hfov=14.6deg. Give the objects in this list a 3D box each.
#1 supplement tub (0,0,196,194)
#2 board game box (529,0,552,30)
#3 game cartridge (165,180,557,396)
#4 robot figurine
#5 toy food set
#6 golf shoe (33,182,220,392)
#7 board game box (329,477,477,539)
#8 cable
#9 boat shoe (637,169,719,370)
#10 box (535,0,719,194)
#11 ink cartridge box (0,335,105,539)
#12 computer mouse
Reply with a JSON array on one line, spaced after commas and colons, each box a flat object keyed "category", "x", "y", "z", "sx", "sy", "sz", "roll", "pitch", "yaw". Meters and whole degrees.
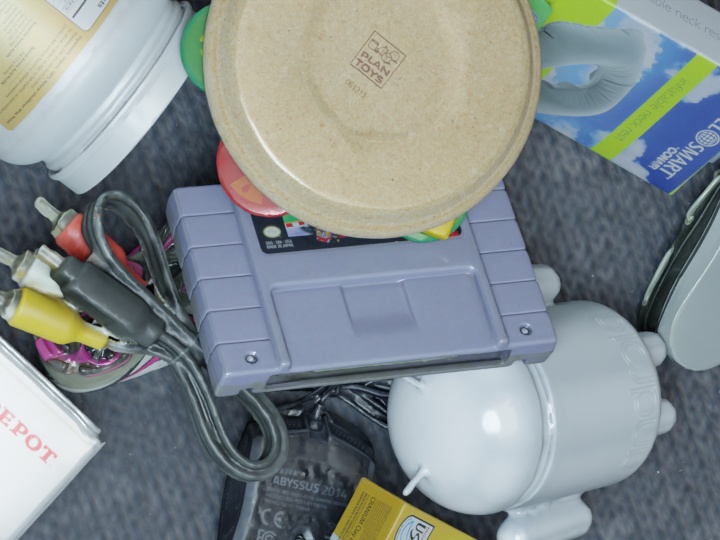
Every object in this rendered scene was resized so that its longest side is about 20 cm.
[{"category": "supplement tub", "x": -0.197, "y": -0.151, "z": 1.559, "sx": 0.200, "sy": 0.145, "sz": 0.145, "roll": 39, "pitch": 83, "yaw": -15}, {"category": "board game box", "x": 0.001, "y": -0.194, "z": 1.620, "sx": 0.200, "sy": 0.134, "sz": 0.029, "roll": 50, "pitch": 48, "yaw": -13}, {"category": "game cartridge", "x": 0.000, "y": 0.000, "z": 1.572, "sx": 0.199, "sy": 0.038, "sz": 0.130, "roll": -6, "pitch": 63, "yaw": -21}, {"category": "robot figurine", "x": 0.096, "y": 0.079, "z": 1.652, "sx": 0.199, "sy": 0.113, "sz": 0.170, "roll": -10, "pitch": 87, "yaw": -41}, {"category": "toy food set", "x": 0.002, "y": -0.113, "z": 1.548, "sx": 0.199, "sy": 0.049, "sz": 0.199, "roll": 22, "pitch": 82, "yaw": -13}, {"category": "golf shoe", "x": -0.099, "y": 0.006, "z": 1.631, "sx": 0.199, "sy": 0.092, "sz": 0.073, "roll": -26, "pitch": 76, "yaw": -10}, {"category": "board game box", "x": 0.036, "y": 0.225, "z": 1.652, "sx": 0.200, "sy": 0.040, "sz": 0.153, "roll": 31, "pitch": 86, "yaw": -46}, {"category": "cable", "x": -0.115, "y": 0.033, "z": 1.567, "sx": 0.200, "sy": 0.050, "sz": 0.097, "roll": 40, "pitch": 62, "yaw": -16}, {"category": "boat shoe", "x": 0.233, "y": -0.037, "z": 1.713, "sx": 0.071, "sy": 0.064, "sz": 0.200, "roll": 30, "pitch": 98, "yaw": -32}, {"category": "box", "x": 0.157, "y": -0.122, "z": 1.673, "sx": 0.199, "sy": 0.122, "sz": 0.048, "roll": 27, "pitch": 52, "yaw": -16}, {"category": "ink cartridge box", "x": -0.265, "y": 0.116, "z": 1.589, "sx": 0.146, "sy": 0.085, "sz": 0.200, "roll": 45, "pitch": 83, "yaw": -14}, {"category": "computer mouse", "x": -0.034, "y": 0.143, "z": 1.676, "sx": 0.138, "sy": 0.053, "sz": 0.201, "roll": 19, "pitch": 79, "yaw": -20}]
